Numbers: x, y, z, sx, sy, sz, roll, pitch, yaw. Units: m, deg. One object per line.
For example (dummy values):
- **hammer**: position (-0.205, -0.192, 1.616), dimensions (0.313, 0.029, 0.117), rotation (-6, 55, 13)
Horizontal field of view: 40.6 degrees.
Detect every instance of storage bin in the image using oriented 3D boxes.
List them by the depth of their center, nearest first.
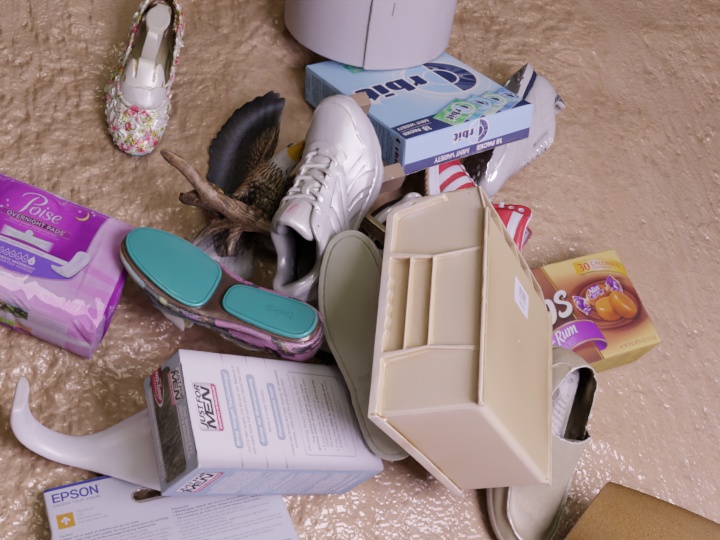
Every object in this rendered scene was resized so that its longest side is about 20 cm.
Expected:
- **storage bin**: position (0.095, 0.065, 0.838), dimensions (0.092, 0.200, 0.201), rotation (-9, 58, 24)

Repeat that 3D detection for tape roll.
- **tape roll**: position (0.017, -0.340, 1.098), dimensions (0.199, 0.141, 0.204), rotation (6, 40, -5)

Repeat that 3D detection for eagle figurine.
- **eagle figurine**: position (-0.092, -0.087, 0.976), dimensions (0.200, 0.149, 0.154), rotation (-55, 132, -63)

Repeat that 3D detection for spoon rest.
- **spoon rest**: position (-0.197, 0.141, 0.828), dimensions (0.197, 0.061, 0.100), rotation (15, 35, -18)

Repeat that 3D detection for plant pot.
- **plant pot**: position (0.275, 0.286, 0.859), dimensions (0.199, 0.188, 0.186), rotation (38, 55, 21)

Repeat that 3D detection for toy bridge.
- **toy bridge**: position (0.011, -0.086, 0.949), dimensions (0.066, 0.027, 0.202), rotation (-17, 69, -22)

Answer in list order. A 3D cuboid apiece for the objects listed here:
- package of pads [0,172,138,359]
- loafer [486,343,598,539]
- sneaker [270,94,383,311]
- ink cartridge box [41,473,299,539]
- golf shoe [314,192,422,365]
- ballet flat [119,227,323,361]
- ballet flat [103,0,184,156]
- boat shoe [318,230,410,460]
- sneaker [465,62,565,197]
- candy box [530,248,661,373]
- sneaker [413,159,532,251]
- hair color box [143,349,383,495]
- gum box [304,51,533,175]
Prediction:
- **package of pads**: position (-0.306, -0.016, 0.868), dimensions (0.198, 0.076, 0.122), rotation (22, 56, -7)
- **loafer**: position (0.173, 0.166, 0.911), dimensions (0.075, 0.068, 0.203), rotation (17, 78, -21)
- **sneaker**: position (-0.036, -0.061, 0.880), dimensions (0.077, 0.099, 0.203), rotation (7, 92, 28)
- **ink cartridge box**: position (-0.142, 0.247, 0.785), dimensions (0.194, 0.044, 0.201), rotation (-8, 44, -23)
- **golf shoe**: position (0.000, 0.000, 0.964), dimensions (0.077, 0.088, 0.201), rotation (32, 57, -1)
- **ballet flat**: position (-0.126, 0.032, 0.861), dimensions (0.198, 0.072, 0.070), rotation (24, 49, 6)
- **ballet flat**: position (-0.226, -0.217, 1.020), dimensions (0.075, 0.064, 0.203), rotation (10, 59, -15)
- **boat shoe**: position (0.018, 0.063, 0.868), dimensions (0.066, 0.074, 0.202), rotation (-10, 80, -69)
- **sneaker**: position (0.184, -0.153, 1.132), dimensions (0.080, 0.076, 0.201), rotation (39, 59, -17)
- **candy box**: position (0.204, 0.056, 1.024), dimensions (0.197, 0.057, 0.118), rotation (-11, 67, -26)
- **sneaker**: position (0.120, -0.073, 1.040), dimensions (0.111, 0.072, 0.202), rotation (1, 52, -7)
- **hair color box**: position (-0.079, 0.133, 0.828), dimensions (0.198, 0.060, 0.100), rotation (12, 51, -43)
- **gum box**: position (0.060, -0.185, 1.065), dimensions (0.168, 0.045, 0.200), rotation (-18, 41, -27)
